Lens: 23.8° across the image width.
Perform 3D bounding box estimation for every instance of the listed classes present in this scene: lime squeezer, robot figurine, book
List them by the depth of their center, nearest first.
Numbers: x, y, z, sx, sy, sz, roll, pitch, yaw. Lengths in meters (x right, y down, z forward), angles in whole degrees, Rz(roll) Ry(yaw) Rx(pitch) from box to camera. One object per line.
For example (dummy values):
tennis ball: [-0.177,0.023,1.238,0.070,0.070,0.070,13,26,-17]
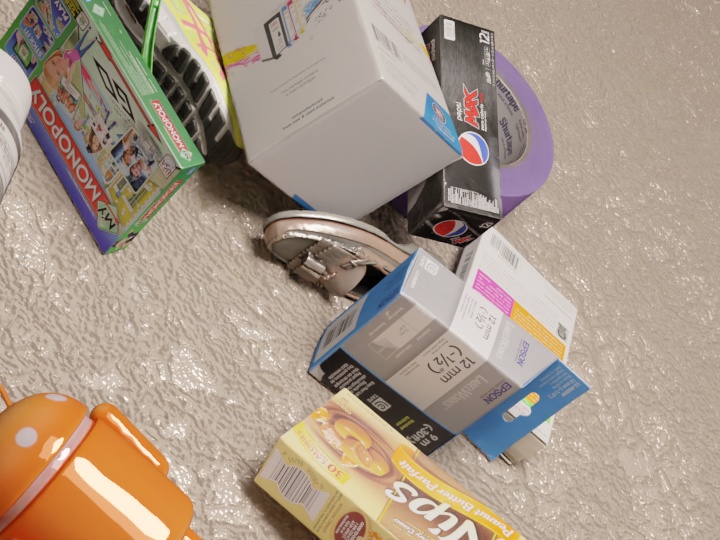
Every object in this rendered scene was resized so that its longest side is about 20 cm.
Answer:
robot figurine: [-0.198,0.168,1.200,0.200,0.117,0.144,43,80,-8]
lime squeezer: [-0.178,-0.147,1.439,0.037,0.071,0.201,4,44,-19]
book: [0.135,0.063,1.611,0.134,0.048,0.201,43,39,-17]

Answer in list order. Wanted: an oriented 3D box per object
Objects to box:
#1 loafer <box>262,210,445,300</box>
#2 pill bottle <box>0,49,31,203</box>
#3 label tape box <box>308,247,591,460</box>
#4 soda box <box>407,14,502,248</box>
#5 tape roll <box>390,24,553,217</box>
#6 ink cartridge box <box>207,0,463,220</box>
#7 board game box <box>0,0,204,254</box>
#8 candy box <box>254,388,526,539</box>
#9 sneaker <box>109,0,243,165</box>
loafer: [0.000,0.000,1.535,0.199,0.072,0.064,17,59,-36]
pill bottle: [-0.319,-0.076,1.274,0.113,0.114,0.201,31,44,-19]
label tape box: [0.076,0.093,1.473,0.199,0.143,0.066,39,42,-12]
soda box: [0.084,-0.128,1.572,0.063,0.071,0.202,14,61,-25]
tape roll: [0.091,-0.139,1.702,0.199,0.085,0.202,24,47,-28]
ink cartridge box: [-0.025,-0.174,1.519,0.147,0.144,0.201,36,30,-49]
board game box: [-0.217,-0.133,1.389,0.029,0.134,0.201,-21,75,-47]
candy box: [0.025,0.193,1.375,0.200,0.056,0.115,40,31,11]
sneaker: [-0.147,-0.186,1.534,0.090,0.078,0.201,-14,70,-48]
